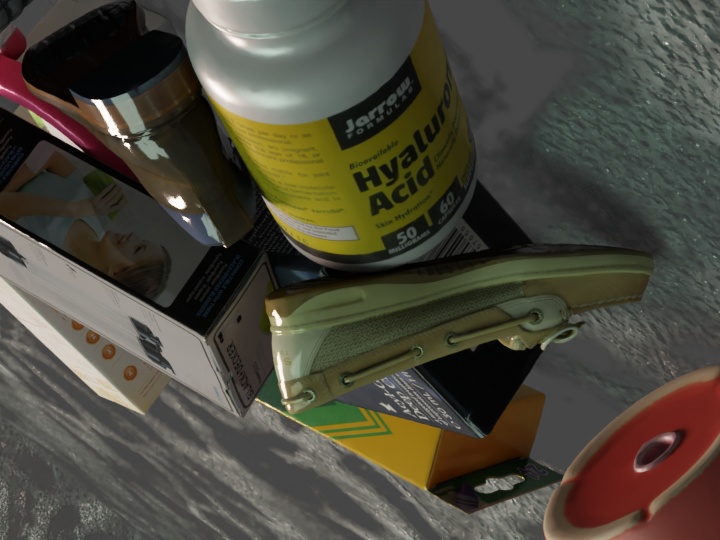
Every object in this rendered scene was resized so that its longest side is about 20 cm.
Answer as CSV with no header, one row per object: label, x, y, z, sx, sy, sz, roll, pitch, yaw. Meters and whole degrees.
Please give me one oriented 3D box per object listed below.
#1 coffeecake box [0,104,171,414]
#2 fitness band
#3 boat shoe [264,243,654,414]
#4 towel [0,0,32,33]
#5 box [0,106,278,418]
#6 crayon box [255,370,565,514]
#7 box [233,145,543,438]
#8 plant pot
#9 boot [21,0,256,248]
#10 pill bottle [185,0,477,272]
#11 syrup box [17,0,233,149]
coffeecake box,-0.188,-0.022,1.236,0.073,0.154,0.200,13,151,50
fitness band,-0.196,-0.084,1.022,0.199,0.038,0.144,12,148,51
boat shoe,0.053,0.026,0.867,0.073,0.198,0.064,-169,70,-77
towel,-0.256,-0.194,0.916,0.199,0.166,0.086,26,155,29
box,-0.139,-0.006,0.971,0.199,0.060,0.117,28,160,20
crayon box,0.034,0.088,1.155,0.199,0.052,0.125,25,-161,33
box,0.000,0.000,1.010,0.148,0.108,0.199,45,161,-27
plant pot,0.206,0.162,0.926,0.178,0.200,0.200,50,160,-10
boot,-0.114,-0.075,0.871,0.098,0.074,0.200,61,171,-26
pill bottle,-0.016,-0.094,0.793,0.111,0.112,0.201,26,160,29
syrup box,-0.143,-0.086,1.108,0.078,0.082,0.201,27,159,27
